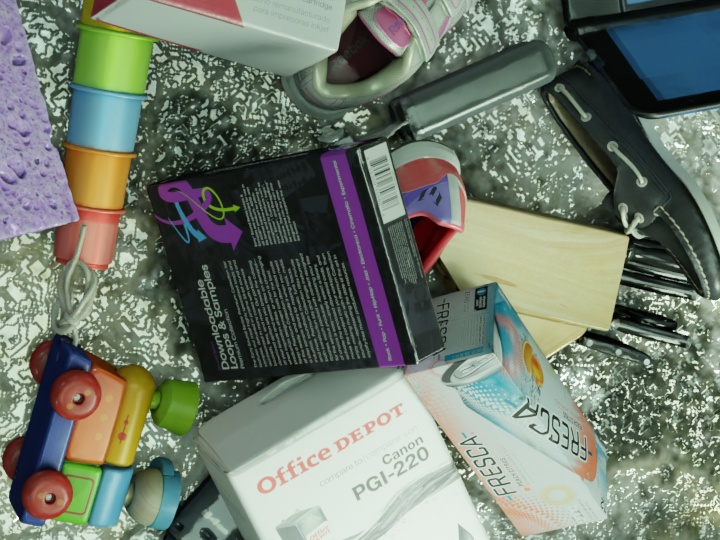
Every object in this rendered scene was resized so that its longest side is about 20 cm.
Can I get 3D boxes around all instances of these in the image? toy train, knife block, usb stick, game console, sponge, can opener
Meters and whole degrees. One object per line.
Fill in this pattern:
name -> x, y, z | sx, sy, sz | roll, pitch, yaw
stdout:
toy train -> -0.159, 0.078, 1.467 | 0.116, 0.085, 0.200 | 13, 100, -23
knife block -> 0.146, -0.013, 1.530 | 0.175, 0.064, 0.200 | -33, 101, -7
usb stick -> -0.056, 0.126, 1.521 | 0.055, 0.033, 0.200 | 42, 88, -14
game console -> 0.247, -0.203, 1.494 | 0.200, 0.118, 0.171 | -11, 99, -15
sponge -> -0.251, -0.117, 1.405 | 0.030, 0.112, 0.200 | -16, 90, 33
can opener -> 0.045, -0.098, 1.506 | 0.200, 0.053, 0.067 | -29, 100, -9

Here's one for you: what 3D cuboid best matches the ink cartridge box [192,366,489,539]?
ink cartridge box -> -0.003, 0.166, 1.487 | 0.146, 0.085, 0.200 | -30, 112, -11

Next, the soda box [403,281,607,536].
soda box -> 0.101, 0.098, 1.480 | 0.068, 0.064, 0.200 | -16, 135, 22

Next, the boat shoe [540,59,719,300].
boat shoe -> 0.190, -0.059, 1.498 | 0.060, 0.074, 0.200 | -24, 72, -8

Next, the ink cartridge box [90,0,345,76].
ink cartridge box -> -0.078, -0.245, 1.413 | 0.145, 0.083, 0.200 | 14, 77, -22

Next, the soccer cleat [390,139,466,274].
soccer cleat -> 0.000, 0.000, 1.456 | 0.068, 0.073, 0.200 | 20, 129, -32

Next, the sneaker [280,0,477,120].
sneaker -> 0.031, -0.175, 1.464 | 0.081, 0.088, 0.200 | 39, 96, -13

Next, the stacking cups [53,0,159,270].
stacking cups -> -0.174, -0.102, 1.464 | 0.060, 0.061, 0.200 | 10, 99, -12

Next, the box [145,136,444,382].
box -> -0.046, -0.004, 1.436 | 0.036, 0.200, 0.143 | -26, 104, -47
